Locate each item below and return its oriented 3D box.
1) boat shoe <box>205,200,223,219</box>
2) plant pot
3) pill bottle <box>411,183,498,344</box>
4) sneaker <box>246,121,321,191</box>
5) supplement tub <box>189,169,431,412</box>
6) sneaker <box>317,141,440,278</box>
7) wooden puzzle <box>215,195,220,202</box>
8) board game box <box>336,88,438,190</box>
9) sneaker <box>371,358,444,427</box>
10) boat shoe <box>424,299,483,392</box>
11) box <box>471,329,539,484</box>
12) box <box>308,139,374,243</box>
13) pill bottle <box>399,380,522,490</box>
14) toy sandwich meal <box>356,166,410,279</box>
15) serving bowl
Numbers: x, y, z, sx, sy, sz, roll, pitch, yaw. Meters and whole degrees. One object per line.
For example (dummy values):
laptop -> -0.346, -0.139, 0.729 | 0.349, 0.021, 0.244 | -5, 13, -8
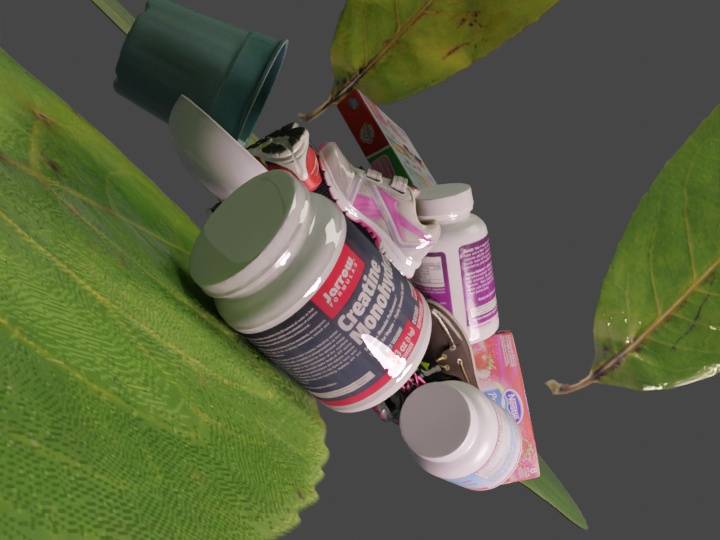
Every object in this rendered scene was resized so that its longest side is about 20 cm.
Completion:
boat shoe -> -0.101, -0.015, 1.185 | 0.201, 0.061, 0.072 | 47, 4, -6
plant pot -> -0.229, -0.277, 1.386 | 0.194, 0.202, 0.200 | 26, 6, -4
pill bottle -> 0.120, -0.010, 1.319 | 0.112, 0.111, 0.203 | -121, -159, -73
sneaker -> -0.092, -0.133, 1.246 | 0.086, 0.076, 0.200 | 63, -3, -16
supplement tub -> -0.042, 0.021, 0.881 | 0.200, 0.140, 0.141 | 44, 4, -32
sneaker -> 0.026, -0.091, 1.236 | 0.200, 0.088, 0.081 | 48, 9, -12
wooden puzzle -> -0.141, -0.054, 1.394 | 0.185, 0.037, 0.200 | 45, 9, -31
board game box -> 0.056, -0.154, 1.428 | 0.153, 0.040, 0.201 | 32, 25, -53
sneaker -> 0.052, 0.133, 1.168 | 0.074, 0.087, 0.200 | 48, 4, 29
boat shoe -> 0.112, 0.137, 1.268 | 0.059, 0.071, 0.202 | -25, 95, -63
box -> 0.184, 0.189, 1.366 | 0.100, 0.094, 0.203 | 15, 64, -82
box -> -0.054, -0.071, 1.420 | 0.201, 0.107, 0.148 | 55, 3, 12
pill bottle -> 0.115, 0.189, 1.131 | 0.109, 0.109, 0.200 | 48, 4, 28
toy sandwich meal -> 0.052, -0.075, 1.432 | 0.206, 0.070, 0.205 | 54, 4, -5
serving bowl -> -0.169, -0.126, 1.227 | 0.200, 0.066, 0.200 | 42, -1, 1
